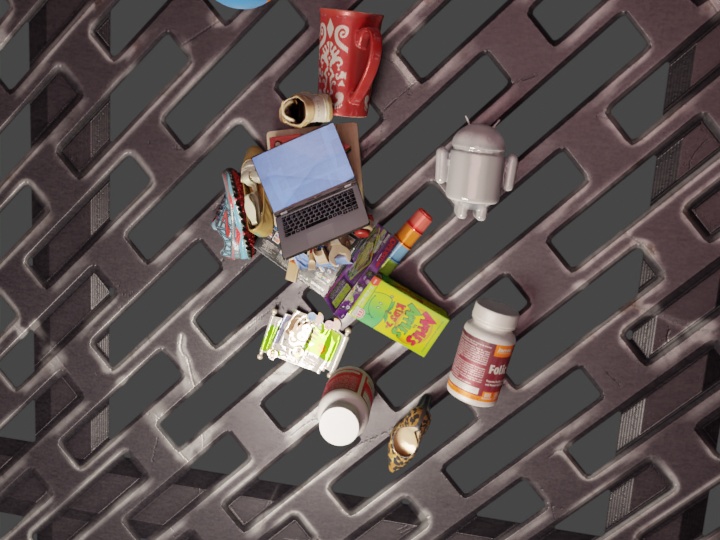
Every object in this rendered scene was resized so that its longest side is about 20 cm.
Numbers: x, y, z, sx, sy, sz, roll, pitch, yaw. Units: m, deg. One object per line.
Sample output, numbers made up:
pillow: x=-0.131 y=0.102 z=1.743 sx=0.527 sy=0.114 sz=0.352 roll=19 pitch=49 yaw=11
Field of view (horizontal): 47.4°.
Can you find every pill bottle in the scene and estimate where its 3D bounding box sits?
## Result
pill bottle: x=0.260 y=0.171 z=1.720 sx=0.112 sy=0.114 sz=0.204 roll=17 pitch=104 yaw=8
pill bottle: x=-0.032 y=0.291 z=1.755 sx=0.110 sy=0.200 sz=0.115 roll=2 pitch=105 yaw=6

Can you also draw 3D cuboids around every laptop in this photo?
laptop: x=-0.101 y=-0.157 z=1.619 sx=0.184 sy=0.202 sz=0.117 roll=-22 pitch=135 yaw=6

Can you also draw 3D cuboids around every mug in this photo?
mug: x=-0.028 y=-0.414 z=1.640 sx=0.130 sy=0.178 sz=0.204 roll=6 pitch=107 yaw=-3

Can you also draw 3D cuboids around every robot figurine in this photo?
robot figurine: x=0.232 y=-0.206 z=1.652 sx=0.166 sy=0.113 sz=0.204 roll=6 pitch=102 yaw=-5

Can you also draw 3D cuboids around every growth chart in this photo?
growth chart: x=-0.126 y=0.158 z=1.848 sx=0.196 sy=0.018 sz=0.148 roll=16 pitch=104 yaw=6

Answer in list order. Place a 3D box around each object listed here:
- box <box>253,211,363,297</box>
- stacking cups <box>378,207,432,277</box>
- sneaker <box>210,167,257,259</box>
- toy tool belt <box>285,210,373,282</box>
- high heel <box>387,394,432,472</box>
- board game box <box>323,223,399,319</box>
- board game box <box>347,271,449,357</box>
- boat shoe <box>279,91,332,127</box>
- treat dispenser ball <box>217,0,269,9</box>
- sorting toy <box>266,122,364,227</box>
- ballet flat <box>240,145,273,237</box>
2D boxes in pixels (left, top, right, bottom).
box: x=-0.113 y=-0.064 z=1.787 sx=0.198 sy=0.046 sz=0.160 roll=34 pitch=105 yaw=4
stacking cups: x=0.079 y=-0.043 z=1.746 sx=0.060 sy=0.061 sz=0.200 roll=43 pitch=105 yaw=1
sneaker: x=-0.291 y=-0.121 z=1.797 sx=0.093 sy=0.079 sz=0.205 roll=-6 pitch=100 yaw=15
toy tool belt: x=-0.064 y=-0.042 z=1.685 sx=0.196 sy=0.125 sz=0.126 roll=-6 pitch=74 yaw=20
high heel: x=0.096 y=0.374 z=1.778 sx=0.070 sy=0.143 sz=0.203 roll=26 pitch=105 yaw=5
board game box: x=0.000 y=0.000 z=1.718 sx=0.032 sy=0.120 sz=0.201 roll=34 pitch=95 yaw=-23
board game box: x=0.080 y=0.090 z=1.743 sx=0.198 sy=0.048 sz=0.102 roll=30 pitch=105 yaw=-16
boat shoe: x=-0.128 y=-0.328 z=1.669 sx=0.068 sy=0.199 sz=0.075 roll=-10 pitch=99 yaw=-29
treat dispenser ball: x=-0.235 y=-0.625 z=1.623 sx=0.196 sy=0.201 sz=0.206 roll=2 pitch=101 yaw=11
sorting toy: x=-0.095 y=-0.202 z=1.712 sx=0.194 sy=0.070 sz=0.205 roll=-5 pitch=89 yaw=4
ballet flat: x=-0.225 y=-0.174 z=1.753 sx=0.068 sy=0.063 sz=0.204 roll=-15 pitch=81 yaw=29
